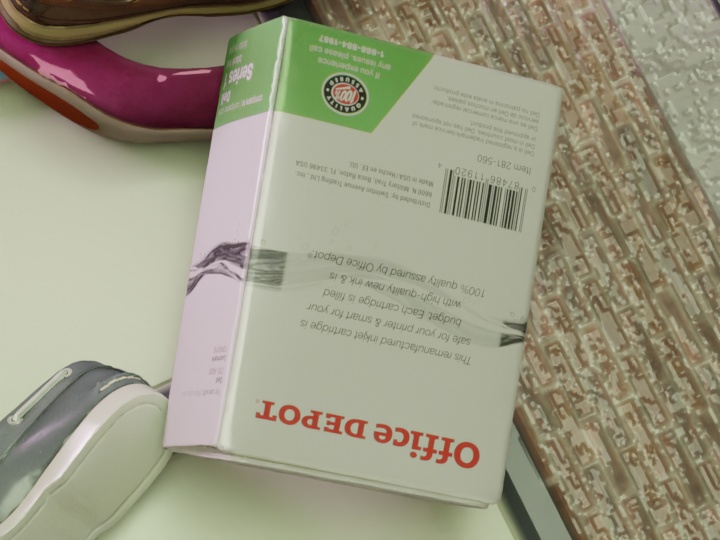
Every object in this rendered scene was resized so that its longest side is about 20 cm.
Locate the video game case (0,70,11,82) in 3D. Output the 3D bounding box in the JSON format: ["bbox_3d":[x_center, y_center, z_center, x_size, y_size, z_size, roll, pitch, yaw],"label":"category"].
[{"bbox_3d":[-0.250,-0.145,1.396,0.199,0.017,0.144,-13,107,-9],"label":"video game case"}]

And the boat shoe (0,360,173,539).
[{"bbox_3d":[-0.172,0.119,1.351,0.200,0.073,0.062,-44,47,-11],"label":"boat shoe"}]

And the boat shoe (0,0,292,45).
[{"bbox_3d":[-0.071,-0.156,1.357,0.199,0.068,0.072,-17,82,-13],"label":"boat shoe"}]

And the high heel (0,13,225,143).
[{"bbox_3d":[-0.085,-0.101,1.410,0.200,0.067,0.096,27,83,-13],"label":"high heel"}]

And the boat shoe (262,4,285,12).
[{"bbox_3d":[-0.108,-0.195,1.435,0.200,0.065,0.072,35,52,1],"label":"boat shoe"}]

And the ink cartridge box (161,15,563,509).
[{"bbox_3d":[0.000,0.000,1.348,0.146,0.084,0.201,13,82,-23],"label":"ink cartridge box"}]
